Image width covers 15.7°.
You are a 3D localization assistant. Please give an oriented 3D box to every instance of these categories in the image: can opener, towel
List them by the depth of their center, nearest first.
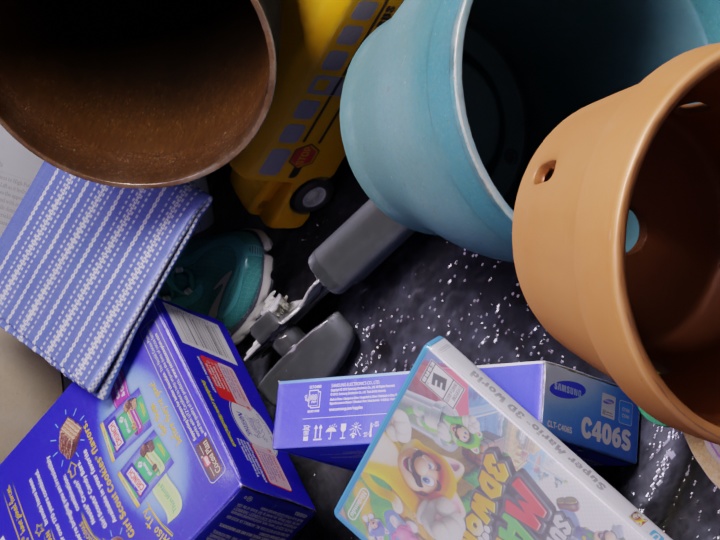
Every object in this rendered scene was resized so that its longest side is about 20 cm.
[{"bbox_3d":[0.000,0.000,1.610,0.066,0.053,0.200,44,114,4],"label":"can opener"},{"bbox_3d":[-0.173,-0.011,1.655,0.200,0.024,0.145,30,91,54],"label":"towel"}]

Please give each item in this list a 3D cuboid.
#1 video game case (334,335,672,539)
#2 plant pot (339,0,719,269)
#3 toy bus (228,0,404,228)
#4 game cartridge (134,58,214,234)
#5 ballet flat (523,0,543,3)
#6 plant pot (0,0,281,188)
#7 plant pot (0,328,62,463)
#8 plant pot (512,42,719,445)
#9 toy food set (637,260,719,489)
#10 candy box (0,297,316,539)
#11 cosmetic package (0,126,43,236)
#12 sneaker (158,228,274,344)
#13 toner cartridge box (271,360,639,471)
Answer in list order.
[{"bbox_3d":[0.085,0.150,1.421,0.200,0.018,0.144,41,129,17],"label":"video game case"},{"bbox_3d":[0.089,-0.095,1.457,0.188,0.199,0.202,-6,73,60],"label":"plant pot"},{"bbox_3d":[-0.032,-0.117,1.618,0.201,0.078,0.065,-58,47,34],"label":"toy bus"},{"bbox_3d":[-0.160,-0.103,1.720,0.041,0.134,0.200,-28,36,-20],"label":"game cartridge"},{"bbox_3d":[0.062,-0.185,1.595,0.200,0.067,0.071,38,119,44],"label":"ballet flat"},{"bbox_3d":[-0.122,-0.182,1.564,0.186,0.187,0.201,-34,22,30],"label":"plant pot"},{"bbox_3d":[-0.340,0.089,1.778,0.186,0.199,0.189,-13,70,39],"label":"plant pot"},{"bbox_3d":[0.170,-0.016,1.306,0.140,0.199,0.202,7,83,60],"label":"plant pot"},{"bbox_3d":[0.241,0.041,1.374,0.200,0.048,0.199,31,99,42],"label":"toy food set"},{"bbox_3d":[-0.140,0.147,1.602,0.200,0.077,0.170,-46,47,18],"label":"candy box"},{"bbox_3d":[-0.266,-0.103,1.835,0.074,0.101,0.202,9,83,41],"label":"cosmetic package"},{"bbox_3d":[-0.138,0.018,1.699,0.199,0.079,0.078,-16,68,37],"label":"sneaker"},{"bbox_3d":[0.053,0.087,1.498,0.199,0.095,0.044,-6,74,40],"label":"toner cartridge box"}]
